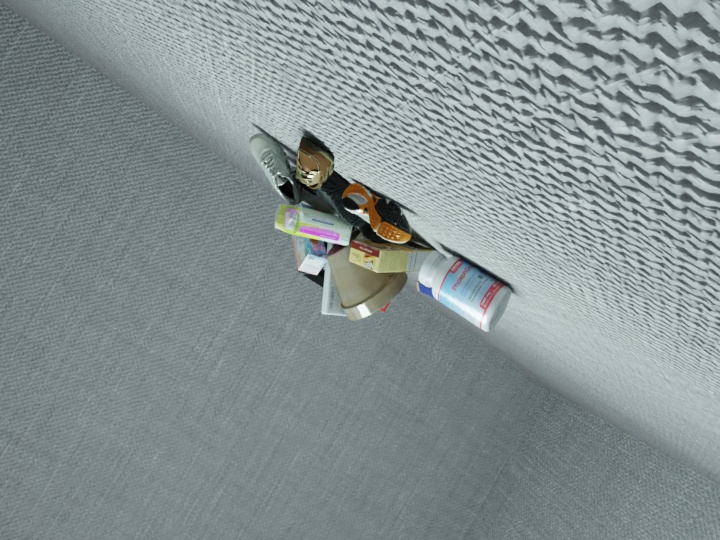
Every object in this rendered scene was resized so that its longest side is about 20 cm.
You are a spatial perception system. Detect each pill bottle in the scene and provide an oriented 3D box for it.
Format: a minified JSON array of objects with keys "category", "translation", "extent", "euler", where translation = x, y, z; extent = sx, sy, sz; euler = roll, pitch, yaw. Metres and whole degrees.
[{"category":"pill bottle","translation":[0.231,0.039,1.341],"extent":[0.197,0.111,0.109],"euler":[32,178,25]}]

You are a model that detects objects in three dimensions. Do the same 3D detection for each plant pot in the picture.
[{"category":"plant pot","translation":[0.000,0.000,1.573],"extent":[0.176,0.198,0.200],"euler":[54,172,-14]}]

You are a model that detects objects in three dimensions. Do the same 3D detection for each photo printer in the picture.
[{"category":"photo printer","translation":[-0.124,-0.210,1.621],"extent":[0.198,0.071,0.165],"euler":[32,-176,39]}]

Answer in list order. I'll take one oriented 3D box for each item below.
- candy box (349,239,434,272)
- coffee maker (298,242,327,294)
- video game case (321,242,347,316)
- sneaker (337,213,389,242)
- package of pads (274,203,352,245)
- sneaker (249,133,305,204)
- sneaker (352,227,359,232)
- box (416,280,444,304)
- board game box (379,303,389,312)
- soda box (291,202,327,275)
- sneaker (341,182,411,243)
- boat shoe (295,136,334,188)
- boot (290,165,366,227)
[{"category":"candy box","translation":[0.081,-0.036,1.460],"extent":[0.195,0.057,0.114],"euler":[-2,-163,-40]},{"category":"coffee maker","translation":[-0.093,0.004,1.762],"extent":[0.199,0.189,0.138],"euler":[36,-147,-42]},{"category":"video game case","translation":[-0.036,0.024,1.671],"extent":[0.023,0.208,0.179],"euler":[2,175,39]},{"category":"sneaker","translation":[0.039,-0.121,1.509],"extent":[0.114,0.077,0.199],"euler":[17,-166,-48]},{"category":"package of pads","translation":[-0.125,-0.117,1.492],"extent":[0.150,0.071,0.199],"euler":[12,-177,-25]},{"category":"sneaker","translation":[-0.207,-0.250,1.476],"extent":[0.202,0.074,0.081],"euler":[54,-168,-12]},{"category":"sneaker","translation":[0.069,-0.082,1.638],"extent":[0.127,0.081,0.200],"euler":[19,159,40]},{"category":"box","translation":[0.235,0.045,1.477],"extent":[0.199,0.118,0.034],"euler":[-149,46,-64]},{"category":"board game box","translation":[0.066,0.007,1.900],"extent":[0.151,0.204,0.040],"euler":[31,179,33]},{"category":"soda box","translation":[-0.145,-0.090,1.637],"extent":[0.062,0.069,0.204],"euler":[14,-137,-31]},{"category":"sneaker","translation":[0.049,-0.119,1.283],"extent":[0.199,0.077,0.091],"euler":[42,-169,35]},{"category":"boat shoe","translation":[-0.098,-0.212,1.232],"extent":[0.074,0.075,0.200],"euler":[32,178,7]},{"category":"boot","translation":[-0.076,-0.191,1.436],"extent":[0.197,0.074,0.162],"euler":[42,173,-23]}]
